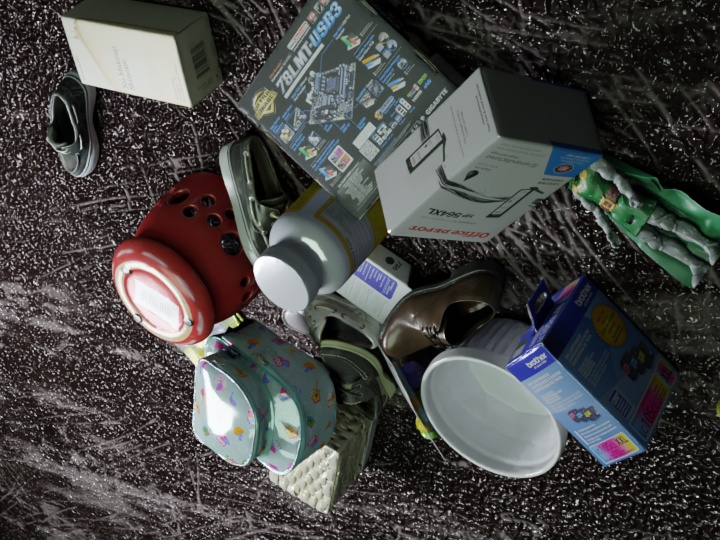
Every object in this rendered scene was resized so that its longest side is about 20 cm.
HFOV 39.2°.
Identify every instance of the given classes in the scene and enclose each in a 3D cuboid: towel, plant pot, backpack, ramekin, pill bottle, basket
[{"bbox_3d":[-0.259,0.098,1.684,0.144,0.023,0.199,50,141,-7],"label":"towel"},{"bbox_3d":[-0.239,-0.011,1.445,0.198,0.183,0.203,21,134,23],"label":"plant pot"},{"bbox_3d":[-0.136,0.186,1.422,0.198,0.153,0.178,23,120,24],"label":"backpack"},{"bbox_3d":[0.185,0.156,1.298,0.198,0.105,0.202,22,136,23],"label":"ramekin"},{"bbox_3d":[-0.041,-0.044,1.229,0.111,0.200,0.113,23,139,22],"label":"pill bottle"},{"bbox_3d":[-0.063,0.266,1.591,0.134,0.124,0.202,27,138,16],"label":"basket"}]

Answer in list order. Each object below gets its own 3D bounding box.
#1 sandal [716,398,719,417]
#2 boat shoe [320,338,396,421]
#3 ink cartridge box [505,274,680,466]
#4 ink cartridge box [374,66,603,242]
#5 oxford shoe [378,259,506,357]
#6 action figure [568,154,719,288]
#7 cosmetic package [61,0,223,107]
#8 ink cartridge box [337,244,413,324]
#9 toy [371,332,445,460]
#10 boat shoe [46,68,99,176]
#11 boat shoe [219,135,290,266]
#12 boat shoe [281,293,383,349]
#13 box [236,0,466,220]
[{"bbox_3d":[0.491,0.181,1.093,0.198,0.080,0.088,11,136,44],"label":"sandal"},{"bbox_3d":[-0.005,0.159,1.435,0.071,0.067,0.201,6,156,26],"label":"boat shoe"},{"bbox_3d":[0.258,0.104,1.163,0.200,0.137,0.076,44,139,-2],"label":"ink cartridge box"},{"bbox_3d":[0.129,-0.112,1.055,0.200,0.144,0.086,-41,54,48],"label":"ink cartridge box"},{"bbox_3d":[0.093,0.064,1.265,0.072,0.085,0.199,38,128,-21],"label":"oxford shoe"},{"bbox_3d":[0.284,-0.064,1.060,0.199,0.055,0.119,37,144,14],"label":"action figure"},{"bbox_3d":[-0.284,-0.288,1.315,0.198,0.073,0.105,15,134,29],"label":"cosmetic package"},{"bbox_3d":[0.000,0.000,1.365,0.199,0.039,0.100,36,141,10],"label":"ink cartridge box"},{"bbox_3d":[0.082,0.169,1.399,0.116,0.047,0.201,58,174,40],"label":"toy"},{"bbox_3d":[-0.441,-0.211,1.517,0.071,0.071,0.201,30,140,14],"label":"boat shoe"},{"bbox_3d":[-0.128,-0.080,1.355,0.063,0.070,0.203,-11,104,40],"label":"boat shoe"},{"bbox_3d":[-0.045,0.076,1.446,0.198,0.069,0.072,2,126,39],"label":"boat shoe"},{"bbox_3d":[-0.011,-0.196,1.136,0.198,0.050,0.200,42,118,2],"label":"box"}]
